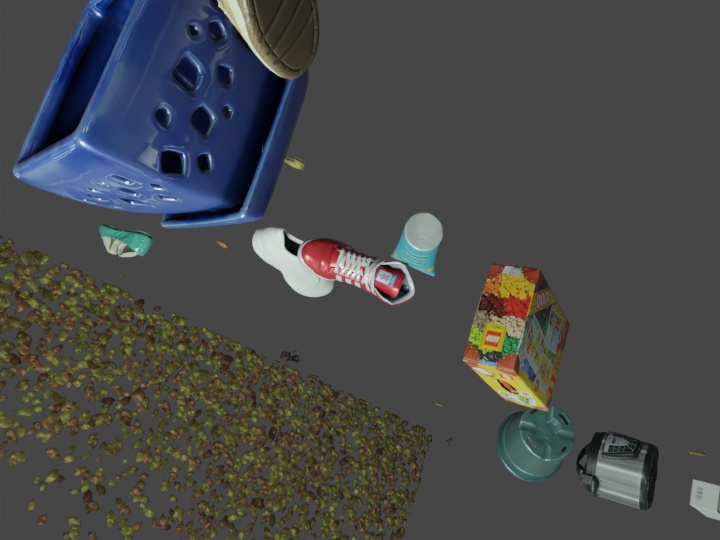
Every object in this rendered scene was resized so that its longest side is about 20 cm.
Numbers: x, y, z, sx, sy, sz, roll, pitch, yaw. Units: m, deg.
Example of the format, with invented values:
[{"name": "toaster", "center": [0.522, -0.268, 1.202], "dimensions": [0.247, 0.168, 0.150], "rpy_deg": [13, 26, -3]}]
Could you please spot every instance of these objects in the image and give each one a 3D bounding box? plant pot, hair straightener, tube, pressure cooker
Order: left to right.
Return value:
[{"name": "plant pot", "center": [-0.172, -0.146, 0.533], "dimensions": [0.198, 0.204, 0.179], "rpy_deg": [1, 160, 46]}, {"name": "hair straightener", "center": [-0.290, 0.367, 2.461], "dimensions": [0.076, 0.042, 0.200], "rpy_deg": [25, 158, -14]}, {"name": "tube", "center": [0.082, -0.030, 0.831], "dimensions": [0.077, 0.051, 0.200], "rpy_deg": [29, 170, 7]}, {"name": "plant pot", "center": [0.494, 0.469, 1.598], "dimensions": [0.197, 0.203, 0.197], "rpy_deg": [17, 155, 10]}, {"name": "pressure cooker", "center": [0.694, 0.539, 1.566], "dimensions": [0.197, 0.182, 0.175], "rpy_deg": [7, 161, 37]}]

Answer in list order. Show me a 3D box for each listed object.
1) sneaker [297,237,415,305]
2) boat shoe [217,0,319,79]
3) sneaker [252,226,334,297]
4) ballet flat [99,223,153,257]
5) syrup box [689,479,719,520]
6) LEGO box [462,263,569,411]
[{"name": "sneaker", "center": [0.000, 0.000, 0.932], "dimensions": [0.197, 0.072, 0.112], "rpy_deg": [20, 178, -23]}, {"name": "boat shoe", "center": [-0.093, -0.231, 0.415], "dimensions": [0.075, 0.072, 0.201], "rpy_deg": [28, 160, 30]}, {"name": "sneaker", "center": [-0.103, -0.014, 1.054], "dimensions": [0.087, 0.076, 0.199], "rpy_deg": [-11, 145, 39]}, {"name": "ballet flat", "center": [-0.610, -0.073, 1.459], "dimensions": [0.197, 0.071, 0.067], "rpy_deg": [10, 160, 32]}, {"name": "syrup box", "center": [1.109, 0.728, 1.804], "dimensions": [0.081, 0.080, 0.199], "rpy_deg": [1, 154, 46]}, {"name": "LEGO box", "center": [0.238, 0.103, 0.854], "dimensions": [0.076, 0.151, 0.200], "rpy_deg": [8, 159, 36]}]
